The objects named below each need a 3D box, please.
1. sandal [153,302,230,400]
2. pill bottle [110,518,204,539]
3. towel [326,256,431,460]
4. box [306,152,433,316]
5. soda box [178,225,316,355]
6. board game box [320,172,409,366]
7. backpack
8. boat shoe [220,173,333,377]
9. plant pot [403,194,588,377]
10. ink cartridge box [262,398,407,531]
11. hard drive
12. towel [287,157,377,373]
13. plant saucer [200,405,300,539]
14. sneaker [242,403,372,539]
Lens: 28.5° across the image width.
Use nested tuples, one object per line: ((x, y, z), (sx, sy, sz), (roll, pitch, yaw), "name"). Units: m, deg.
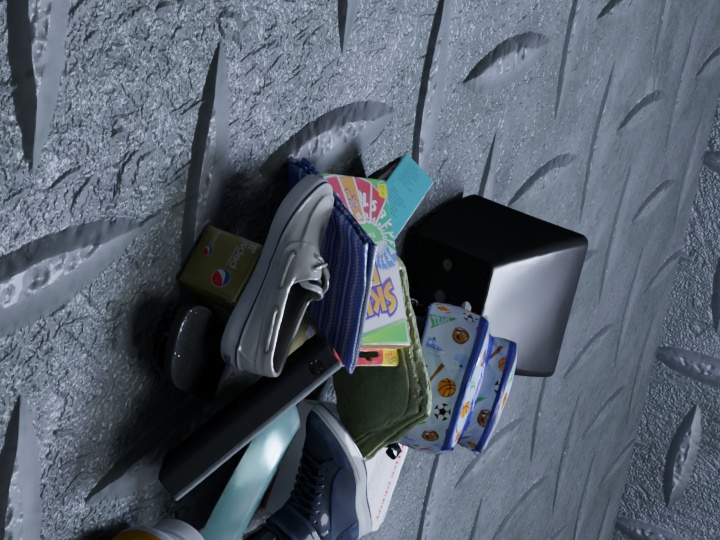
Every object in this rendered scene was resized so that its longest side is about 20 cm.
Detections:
((-0.169, 0.081, 1.367), (0.201, 0.048, 0.076), (79, 34, -71), "sandal")
((-0.225, 0.314, 1.328), (0.200, 0.108, 0.110), (-35, 138, -54), "pill bottle")
((0.017, 0.095, 1.570), (0.036, 0.148, 0.202), (5, 62, -37), "towel")
((0.000, -0.039, 1.576), (0.082, 0.049, 0.201), (-28, -158, 51), "box")
((-0.110, 0.036, 1.423), (0.064, 0.067, 0.200), (-62, 155, -19), "soda box")
((0.000, 0.000, 1.487), (0.095, 0.030, 0.202), (3, 76, -43), "board game box")
((0.100, 0.129, 1.648), (0.191, 0.153, 0.202), (48, 54, -77), "backpack")
((-0.062, 0.006, 1.334), (0.201, 0.065, 0.072), (-63, 156, -18), "boat shoe")
((0.152, 0.027, 1.863), (0.177, 0.199, 0.202), (-8, 116, -51), "plant pot")
((-0.024, 0.244, 1.752), (0.200, 0.082, 0.148), (20, 89, -66), "ink cartridge box")
((-0.109, 0.139, 1.376), (0.200, 0.033, 0.140), (-39, -176, -4), "hard drive")
((-0.039, -0.010, 1.427), (0.024, 0.200, 0.146), (-4, 120, -23), "towel")
((-0.113, 0.219, 1.504), (0.201, 0.036, 0.200), (-61, 178, -4), "plant saucer")
((-0.066, 0.254, 1.563), (0.145, 0.077, 0.204), (-29, 130, -23), "sneaker")
